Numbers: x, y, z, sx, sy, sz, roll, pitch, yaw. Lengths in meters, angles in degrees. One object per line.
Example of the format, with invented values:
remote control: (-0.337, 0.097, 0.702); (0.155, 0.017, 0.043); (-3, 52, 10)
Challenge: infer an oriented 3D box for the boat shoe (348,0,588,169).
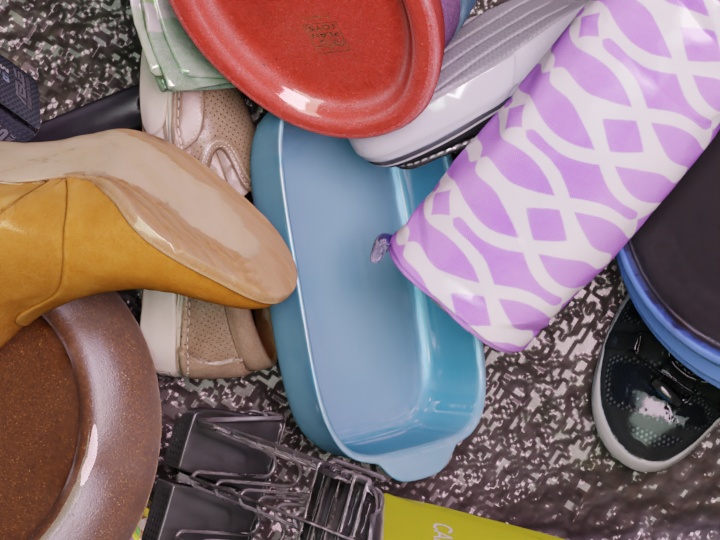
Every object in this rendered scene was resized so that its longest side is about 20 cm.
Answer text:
boat shoe: (0.089, -0.089, 1.124); (0.200, 0.072, 0.071); (-29, 116, -13)

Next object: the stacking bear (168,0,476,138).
stacking bear: (0.011, -0.167, 1.099); (0.121, 0.200, 0.114); (-4, 134, 28)

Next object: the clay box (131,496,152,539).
clay box: (-0.118, 0.169, 1.164); (0.200, 0.048, 0.115); (38, 90, 4)

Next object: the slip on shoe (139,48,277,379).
slip on shoe: (-0.067, -0.047, 1.145); (0.060, 0.076, 0.201); (4, 94, 14)

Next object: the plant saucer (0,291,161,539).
plant saucer: (-0.190, 0.077, 1.139); (0.200, 0.032, 0.201); (-5, 75, 18)

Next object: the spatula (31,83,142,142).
spatula: (-0.184, -0.051, 1.178); (0.200, 0.021, 0.057); (-22, 94, 1)

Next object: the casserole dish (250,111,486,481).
casserole dish: (0.000, 0.000, 1.135); (0.039, 0.121, 0.201); (-10, 89, 43)

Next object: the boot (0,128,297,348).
boot: (-0.143, 0.000, 1.087); (0.201, 0.071, 0.144); (28, 122, -8)

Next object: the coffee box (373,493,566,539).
coffee box: (0.074, 0.240, 1.045); (0.199, 0.200, 0.198); (15, 108, -3)

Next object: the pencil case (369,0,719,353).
pencil case: (0.098, -0.054, 1.062); (0.084, 0.085, 0.200); (42, 105, 2)

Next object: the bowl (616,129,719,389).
bowl: (0.204, -0.038, 1.074); (0.200, 0.039, 0.201); (-7, 71, 21)

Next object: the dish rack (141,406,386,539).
dish rack: (-0.042, 0.142, 1.042); (0.054, 0.200, 0.154); (16, 88, -30)

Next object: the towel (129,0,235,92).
towel: (-0.057, -0.185, 1.126); (0.152, 0.023, 0.201); (-11, 86, -41)

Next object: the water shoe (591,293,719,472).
water shoe: (0.174, 0.005, 1.136); (0.071, 0.079, 0.200); (33, 92, 2)

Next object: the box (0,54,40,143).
box: (-0.268, -0.052, 1.107); (0.158, 0.051, 0.200); (36, 111, -29)
